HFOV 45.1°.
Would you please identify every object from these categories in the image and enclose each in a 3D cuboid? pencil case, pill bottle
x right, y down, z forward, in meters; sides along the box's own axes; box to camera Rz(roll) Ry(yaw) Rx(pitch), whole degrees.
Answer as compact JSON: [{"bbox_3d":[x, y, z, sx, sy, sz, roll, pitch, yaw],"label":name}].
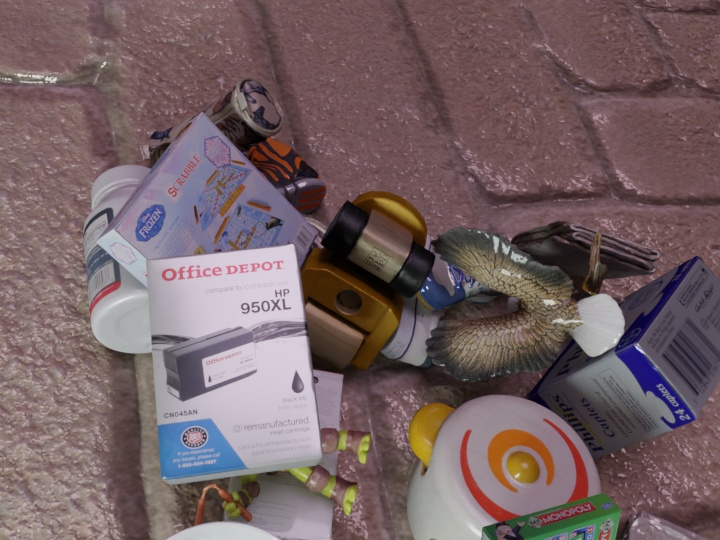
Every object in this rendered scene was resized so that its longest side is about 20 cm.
[{"bbox_3d":[-0.186,-0.174,1.096,0.089,0.199,0.078,-19,89,-52],"label":"pencil case"},{"bbox_3d":[-0.256,-0.019,0.998,0.119,0.120,0.201,-3,53,-19],"label":"pill bottle"}]

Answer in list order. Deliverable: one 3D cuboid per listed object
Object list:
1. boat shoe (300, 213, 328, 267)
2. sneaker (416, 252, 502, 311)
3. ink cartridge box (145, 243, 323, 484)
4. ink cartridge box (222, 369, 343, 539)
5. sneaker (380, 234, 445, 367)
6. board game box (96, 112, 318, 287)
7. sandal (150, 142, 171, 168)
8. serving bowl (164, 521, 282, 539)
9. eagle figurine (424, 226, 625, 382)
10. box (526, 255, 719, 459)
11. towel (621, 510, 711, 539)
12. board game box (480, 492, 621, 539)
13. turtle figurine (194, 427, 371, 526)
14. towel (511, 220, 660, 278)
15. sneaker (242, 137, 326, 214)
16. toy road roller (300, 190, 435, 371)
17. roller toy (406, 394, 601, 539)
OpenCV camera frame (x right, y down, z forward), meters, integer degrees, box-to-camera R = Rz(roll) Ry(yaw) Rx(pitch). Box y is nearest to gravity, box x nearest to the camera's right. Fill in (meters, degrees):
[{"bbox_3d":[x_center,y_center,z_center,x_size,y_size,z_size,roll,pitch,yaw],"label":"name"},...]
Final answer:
[{"bbox_3d":[-0.058,-0.012,1.082,0.199,0.075,0.074,23,58,12],"label":"boat shoe"},{"bbox_3d":[0.137,-0.001,1.071,0.199,0.088,0.076,-7,74,-53],"label":"sneaker"},{"bbox_3d":[-0.118,0.086,0.806,0.143,0.084,0.202,-6,74,-9],"label":"ink cartridge box"},{"bbox_3d":[-0.080,0.198,0.924,0.108,0.051,0.201,11,49,-7],"label":"ink cartridge box"},{"bbox_3d":[0.070,0.038,1.094,0.071,0.073,0.201,31,48,-20],"label":"sneaker"},{"bbox_3d":[-0.157,-0.037,0.950,0.200,0.041,0.201,46,45,-22],"label":"board game box"},{"bbox_3d":[-0.182,-0.064,1.026,0.200,0.054,0.082,45,28,-34],"label":"sandal"},{"bbox_3d":[-0.128,0.333,0.777,0.198,0.066,0.202,6,67,-13],"label":"serving bowl"},{"bbox_3d":[0.180,0.040,0.972,0.198,0.151,0.153,2,56,-17],"label":"eagle figurine"},{"bbox_3d":[0.322,0.106,1.008,0.105,0.200,0.184,48,53,2],"label":"box"},{"bbox_3d":[0.338,0.365,0.926,0.132,0.035,0.201,21,50,1],"label":"towel"},{"bbox_3d":[0.168,0.312,0.815,0.133,0.202,0.029,-8,27,-23],"label":"board game box"},{"bbox_3d":[-0.078,0.187,0.858,0.160,0.064,0.201,18,70,0],"label":"turtle figurine"},{"bbox_3d":[0.283,-0.021,1.117,0.131,0.200,0.035,19,84,-7],"label":"towel"},{"bbox_3d":[-0.152,-0.115,1.145,0.199,0.078,0.112,-12,51,-36],"label":"sneaker"},{"bbox_3d":[0.000,0.000,1.006,0.122,0.201,0.146,30,27,-7],"label":"toy road roller"},{"bbox_3d":[0.149,0.229,0.907,0.181,0.140,0.201,-4,53,-20],"label":"roller toy"}]
